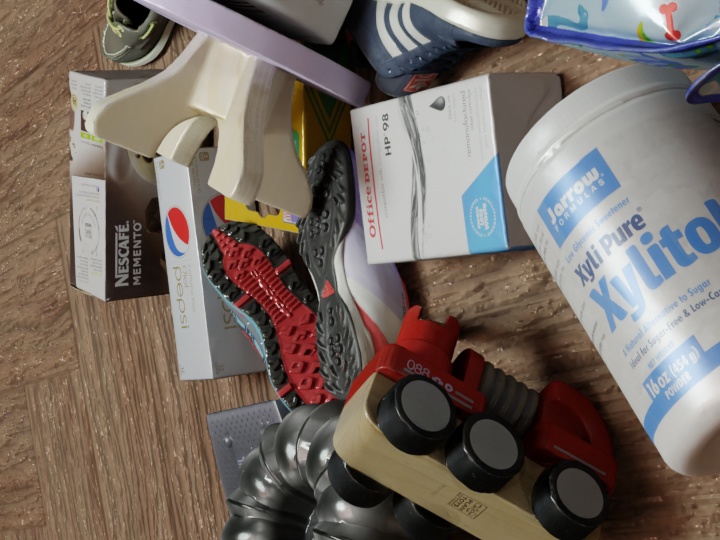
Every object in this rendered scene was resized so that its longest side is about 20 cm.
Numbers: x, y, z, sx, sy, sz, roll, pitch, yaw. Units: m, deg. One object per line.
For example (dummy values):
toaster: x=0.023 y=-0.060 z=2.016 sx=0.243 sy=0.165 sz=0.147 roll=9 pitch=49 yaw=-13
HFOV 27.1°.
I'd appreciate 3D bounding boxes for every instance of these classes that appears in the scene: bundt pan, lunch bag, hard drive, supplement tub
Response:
bundt pan: x=-0.032 y=0.183 z=1.068 sx=0.201 sy=0.075 sz=0.204 roll=-29 pitch=51 yaw=42
lunch bag: x=0.208 y=-0.149 z=0.740 sx=0.199 sy=0.169 sz=0.129 roll=19 pitch=110 yaw=50
hard drive: x=-0.063 y=0.209 z=1.275 sx=0.134 sy=0.042 sz=0.202 roll=-18 pitch=88 yaw=55
supplement tub: x=0.181 y=-0.001 z=0.837 sx=0.201 sy=0.131 sz=0.132 roll=61 pitch=139 yaw=27

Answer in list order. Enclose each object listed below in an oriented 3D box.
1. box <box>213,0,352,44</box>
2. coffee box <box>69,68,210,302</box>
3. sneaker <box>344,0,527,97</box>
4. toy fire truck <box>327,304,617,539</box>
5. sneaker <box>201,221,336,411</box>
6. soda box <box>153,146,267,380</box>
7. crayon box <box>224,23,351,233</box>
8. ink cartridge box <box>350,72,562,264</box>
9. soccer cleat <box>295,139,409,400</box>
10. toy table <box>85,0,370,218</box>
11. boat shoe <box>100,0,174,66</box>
box: x=-0.104 y=-0.290 z=1.084 sx=0.199 sy=0.198 sz=0.173 roll=23 pitch=88 yaw=55
coffee box: x=-0.204 y=-0.081 z=1.381 sx=0.079 sy=0.112 sz=0.203 roll=18 pitch=109 yaw=52
sneaker: x=0.050 y=-0.159 z=1.048 sx=0.200 sy=0.074 sz=0.086 roll=32 pitch=119 yaw=59
toy fire truck: x=0.079 y=0.091 z=1.008 sx=0.129 sy=0.175 sz=0.201 roll=-51 pitch=13 yaw=45
sneaker: x=-0.055 y=0.050 z=1.245 sx=0.201 sy=0.079 sz=0.096 roll=58 pitch=175 yaw=14
soda box: x=-0.130 y=-0.007 z=1.326 sx=0.063 sy=0.067 sz=0.203 roll=-8 pitch=89 yaw=55
crayon box: x=-0.062 y=-0.138 z=1.224 sx=0.125 sy=0.051 sz=0.203 roll=12 pitch=105 yaw=53
ink cartridge box: x=0.057 y=-0.066 z=1.055 sx=0.199 sy=0.066 sz=0.117 roll=-7 pitch=90 yaw=55
soccer cleat: x=0.000 y=0.000 z=1.147 sx=0.068 sy=0.073 sz=0.203 roll=-25 pitch=68 yaw=50
toy table: x=-0.099 y=-0.123 z=1.085 sx=0.118 sy=0.198 sz=0.184 roll=-66 pitch=18 yaw=4
boat shoe: x=-0.202 y=-0.250 z=1.395 sx=0.201 sy=0.060 sz=0.073 roll=-32 pitch=70 yaw=52
